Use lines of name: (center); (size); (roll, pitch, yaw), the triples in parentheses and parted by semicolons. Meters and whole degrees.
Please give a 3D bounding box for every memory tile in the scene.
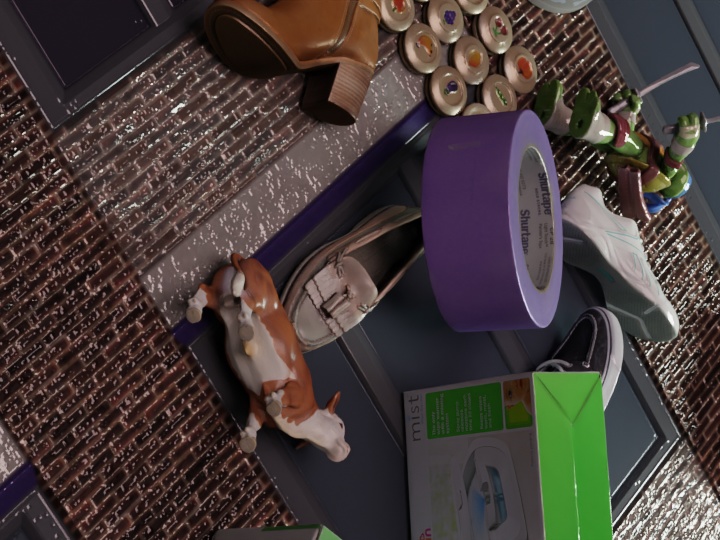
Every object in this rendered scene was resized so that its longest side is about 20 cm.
memory tile: (0.097, -0.229, 1.760); (0.201, 0.017, 0.154); (54, 52, -21)

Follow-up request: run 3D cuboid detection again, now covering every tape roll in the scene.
tape roll: (0.125, -0.045, 1.648); (0.200, 0.084, 0.203); (-5, 90, -70)

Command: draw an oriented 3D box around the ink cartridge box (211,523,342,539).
ink cartridge box: (-0.024, 0.296, 1.465); (0.200, 0.145, 0.085); (41, 57, -28)

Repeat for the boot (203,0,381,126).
boot: (-0.055, -0.239, 1.592); (0.200, 0.073, 0.156); (34, 61, -46)

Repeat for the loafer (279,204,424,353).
loafer: (0.000, 0.000, 1.598); (0.200, 0.063, 0.072); (-44, 112, -38)

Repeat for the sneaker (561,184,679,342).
sneaker: (0.274, -0.008, 1.841); (0.201, 0.070, 0.081); (49, 51, -23)

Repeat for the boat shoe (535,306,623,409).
boat shoe: (0.200, 0.118, 1.755); (0.068, 0.071, 0.202); (35, 67, -33)

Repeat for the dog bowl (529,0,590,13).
dog bowl: (0.215, -0.376, 1.866); (0.199, 0.058, 0.203); (9, 76, -41)

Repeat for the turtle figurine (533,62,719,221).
turtle figurine: (0.290, -0.165, 1.839); (0.192, 0.200, 0.145); (17, 37, -34)

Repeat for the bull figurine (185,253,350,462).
bull figurine: (-0.078, 0.084, 1.502); (0.202, 0.065, 0.121); (63, 17, -4)

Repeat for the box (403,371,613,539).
box: (0.133, 0.199, 1.604); (0.096, 0.175, 0.203); (4, 79, -41)
